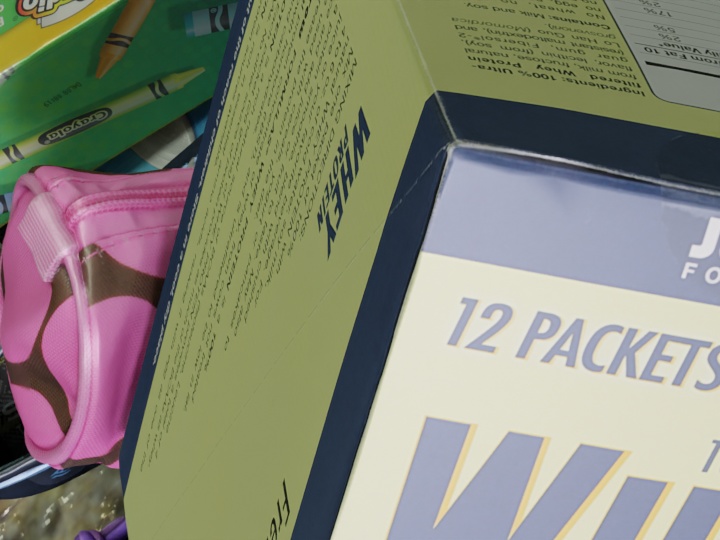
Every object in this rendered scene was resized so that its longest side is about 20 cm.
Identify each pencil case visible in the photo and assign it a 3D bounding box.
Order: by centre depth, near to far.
[{"bbox_3d":[0.000,0.000,0.746,0.199,0.094,0.091,-9,62,-14],"label":"pencil case"}]

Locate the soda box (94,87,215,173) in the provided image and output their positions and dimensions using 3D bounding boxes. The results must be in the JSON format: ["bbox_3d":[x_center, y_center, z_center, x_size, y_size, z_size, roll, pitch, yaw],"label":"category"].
[{"bbox_3d":[0.003,-0.053,0.874,0.200,0.064,0.068,-35,48,19],"label":"soda box"}]

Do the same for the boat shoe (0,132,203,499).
[{"bbox_3d":[-0.053,0.015,0.821,0.200,0.084,0.069,-44,1,19],"label":"boat shoe"}]

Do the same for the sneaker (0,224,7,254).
[{"bbox_3d":[-0.089,-0.060,0.950,0.200,0.074,0.080,-37,45,3],"label":"sneaker"}]

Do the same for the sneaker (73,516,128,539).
[{"bbox_3d":[-0.074,0.117,0.828,0.200,0.083,0.081,-53,45,4],"label":"sneaker"}]

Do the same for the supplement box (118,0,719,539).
[{"bbox_3d":[0.038,0.025,0.599,0.200,0.133,0.201,-108,30,-60],"label":"supplement box"}]

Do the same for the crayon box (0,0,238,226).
[{"bbox_3d":[-0.119,-0.086,0.891,0.199,0.058,0.119,-30,50,14],"label":"crayon box"}]
